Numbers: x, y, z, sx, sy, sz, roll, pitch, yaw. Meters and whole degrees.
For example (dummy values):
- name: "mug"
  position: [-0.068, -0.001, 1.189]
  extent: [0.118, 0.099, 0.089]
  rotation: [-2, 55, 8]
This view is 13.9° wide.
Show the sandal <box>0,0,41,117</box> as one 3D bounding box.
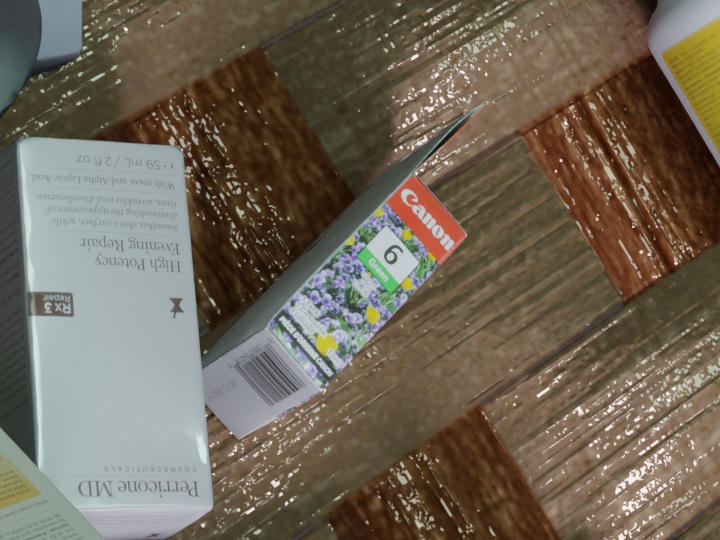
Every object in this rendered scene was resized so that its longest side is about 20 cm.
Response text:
- name: "sandal"
  position: [-0.231, -0.080, 1.531]
  extent: [0.076, 0.043, 0.200]
  rotation: [44, 72, -20]

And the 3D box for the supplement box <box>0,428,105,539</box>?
- name: "supplement box"
  position: [-0.204, 0.144, 1.419]
  extent: [0.126, 0.074, 0.200]
  rotation: [-19, 43, -31]

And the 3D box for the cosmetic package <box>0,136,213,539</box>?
- name: "cosmetic package"
  position: [-0.141, 0.037, 1.552]
  extent: [0.101, 0.074, 0.201]
  rotation: [1, 72, -28]

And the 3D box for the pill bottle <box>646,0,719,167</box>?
- name: "pill bottle"
  position: [0.243, -0.128, 1.791]
  extent: [0.112, 0.112, 0.201]
  rotation: [-31, 90, -32]

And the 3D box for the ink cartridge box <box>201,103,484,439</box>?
- name: "ink cartridge box"
  position: [0.000, 0.000, 1.618]
  extent: [0.050, 0.109, 0.200]
  rotation: [48, 58, -6]

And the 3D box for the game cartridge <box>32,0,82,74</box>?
- name: "game cartridge"
  position: [-0.245, -0.171, 1.586]
  extent: [0.199, 0.040, 0.134]
  rotation: [8, 67, -26]
